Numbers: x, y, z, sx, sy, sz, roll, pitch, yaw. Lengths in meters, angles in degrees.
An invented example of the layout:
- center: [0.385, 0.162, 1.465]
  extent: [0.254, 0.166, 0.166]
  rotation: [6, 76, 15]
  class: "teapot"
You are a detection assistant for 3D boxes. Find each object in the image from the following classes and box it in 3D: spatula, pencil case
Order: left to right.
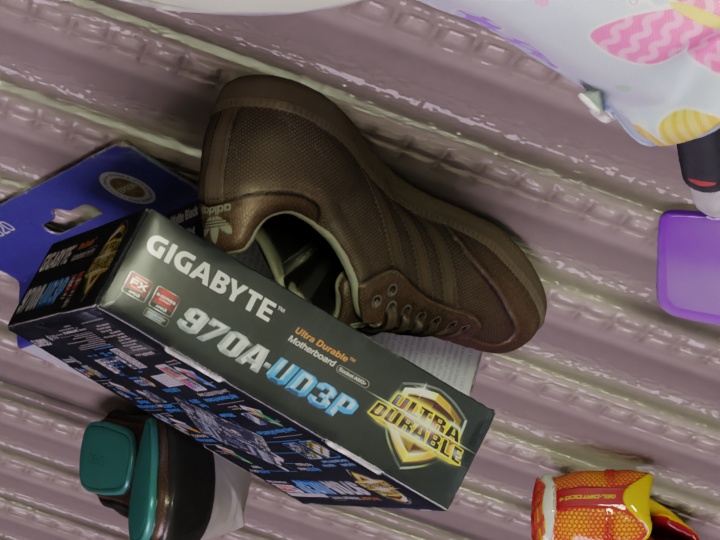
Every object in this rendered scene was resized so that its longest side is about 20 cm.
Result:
- center: [0.036, -0.110, 0.780]
  extent: [0.199, 0.084, 0.091]
  rotation: [25, 134, -18]
  class: "pencil case"
- center: [0.132, -0.030, 0.985]
  extent: [0.056, 0.021, 0.200]
  rotation: [11, 156, 16]
  class: "spatula"

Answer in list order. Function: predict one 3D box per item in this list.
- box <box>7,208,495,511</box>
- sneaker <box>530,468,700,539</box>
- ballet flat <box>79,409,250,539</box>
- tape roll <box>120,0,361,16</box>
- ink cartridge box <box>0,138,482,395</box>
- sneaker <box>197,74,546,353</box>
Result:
- center: [-0.051, 0.040, 1.069]
  extent: [0.158, 0.046, 0.200]
  rotation: [31, 168, -12]
  class: "box"
- center: [0.142, 0.162, 1.365]
  extent: [0.077, 0.074, 0.200]
  rotation: [-2, 156, 16]
  class: "sneaker"
- center: [-0.095, 0.104, 1.359]
  extent: [0.068, 0.069, 0.200]
  rotation: [8, -175, -16]
  class: "ballet flat"
- center: [-0.023, -0.171, 0.524]
  extent: [0.201, 0.139, 0.204]
  rotation: [18, 138, 17]
  class: "tape roll"
- center: [-0.076, 0.021, 1.217]
  extent: [0.199, 0.041, 0.199]
  rotation: [27, 155, -24]
  class: "ink cartridge box"
- center: [0.000, 0.000, 1.071]
  extent: [0.070, 0.076, 0.200]
  rotation: [-6, 149, 42]
  class: "sneaker"
